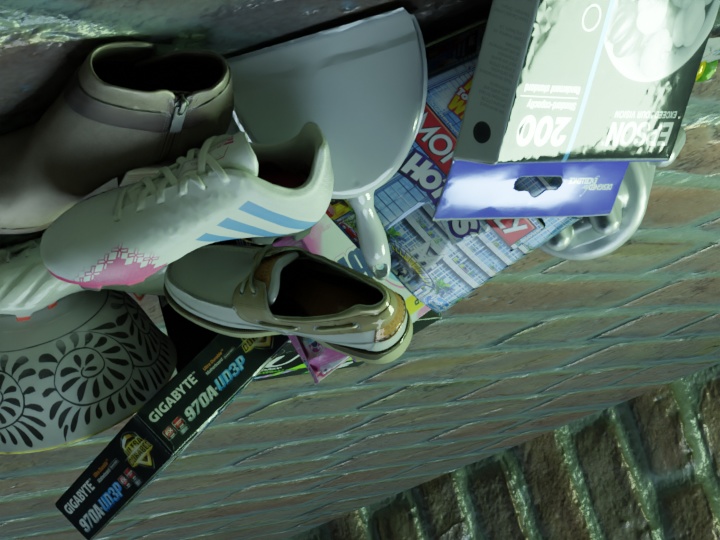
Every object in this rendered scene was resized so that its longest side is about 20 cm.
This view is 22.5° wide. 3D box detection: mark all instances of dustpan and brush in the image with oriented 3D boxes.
[{"bbox_3d":[-0.007,-0.075,1.240,0.138,0.202,0.057,-16,-158,1],"label":"dustpan and brush"}]

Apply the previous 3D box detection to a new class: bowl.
[{"bbox_3d":[-0.257,0.056,1.485,0.198,0.095,0.201,-10,-153,5],"label":"bowl"}]

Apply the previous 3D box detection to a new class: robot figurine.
[{"bbox_3d":[0.179,-0.079,1.450,0.168,0.114,0.200,-14,-166,16],"label":"robot figurine"}]

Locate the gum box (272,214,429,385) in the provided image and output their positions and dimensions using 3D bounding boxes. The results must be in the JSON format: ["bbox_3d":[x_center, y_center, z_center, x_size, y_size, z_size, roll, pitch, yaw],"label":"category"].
[{"bbox_3d":[0.000,0.000,1.476,0.066,0.114,0.200,-29,-177,36],"label":"gum box"}]

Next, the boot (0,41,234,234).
[{"bbox_3d":[-0.178,-0.091,1.145,0.198,0.071,0.146,-13,160,-24],"label":"boot"}]

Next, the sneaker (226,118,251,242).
[{"bbox_3d":[-0.077,-0.062,1.339,0.079,0.079,0.200,-26,167,14],"label":"sneaker"}]

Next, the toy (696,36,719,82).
[{"bbox_3d":[0.203,-0.162,1.362,0.115,0.048,0.199,-32,164,39],"label":"toy"}]

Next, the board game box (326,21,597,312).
[{"bbox_3d":[0.073,-0.084,1.287,0.199,0.200,0.062,-35,-158,24],"label":"board game box"}]

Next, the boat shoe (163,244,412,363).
[{"bbox_3d":[-0.058,0.011,1.341,0.198,0.075,0.069,10,154,17],"label":"boat shoe"}]

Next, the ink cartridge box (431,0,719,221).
[{"bbox_3d":[0.150,-0.120,1.201,0.197,0.043,0.202,-5,117,-45],"label":"ink cartridge box"}]

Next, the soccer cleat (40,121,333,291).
[{"bbox_3d":[-0.109,-0.050,1.147,0.198,0.070,0.087,-15,143,-23],"label":"soccer cleat"}]

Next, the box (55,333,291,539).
[{"bbox_3d":[-0.153,0.123,1.462,0.159,0.046,0.200,-44,179,-38],"label":"box"}]

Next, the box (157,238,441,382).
[{"bbox_3d":[-0.058,0.019,1.598,0.198,0.126,0.148,-6,163,-36],"label":"box"}]

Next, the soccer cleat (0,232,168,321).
[{"bbox_3d":[-0.225,-0.011,1.415,0.198,0.070,0.078,-6,132,-10],"label":"soccer cleat"}]
